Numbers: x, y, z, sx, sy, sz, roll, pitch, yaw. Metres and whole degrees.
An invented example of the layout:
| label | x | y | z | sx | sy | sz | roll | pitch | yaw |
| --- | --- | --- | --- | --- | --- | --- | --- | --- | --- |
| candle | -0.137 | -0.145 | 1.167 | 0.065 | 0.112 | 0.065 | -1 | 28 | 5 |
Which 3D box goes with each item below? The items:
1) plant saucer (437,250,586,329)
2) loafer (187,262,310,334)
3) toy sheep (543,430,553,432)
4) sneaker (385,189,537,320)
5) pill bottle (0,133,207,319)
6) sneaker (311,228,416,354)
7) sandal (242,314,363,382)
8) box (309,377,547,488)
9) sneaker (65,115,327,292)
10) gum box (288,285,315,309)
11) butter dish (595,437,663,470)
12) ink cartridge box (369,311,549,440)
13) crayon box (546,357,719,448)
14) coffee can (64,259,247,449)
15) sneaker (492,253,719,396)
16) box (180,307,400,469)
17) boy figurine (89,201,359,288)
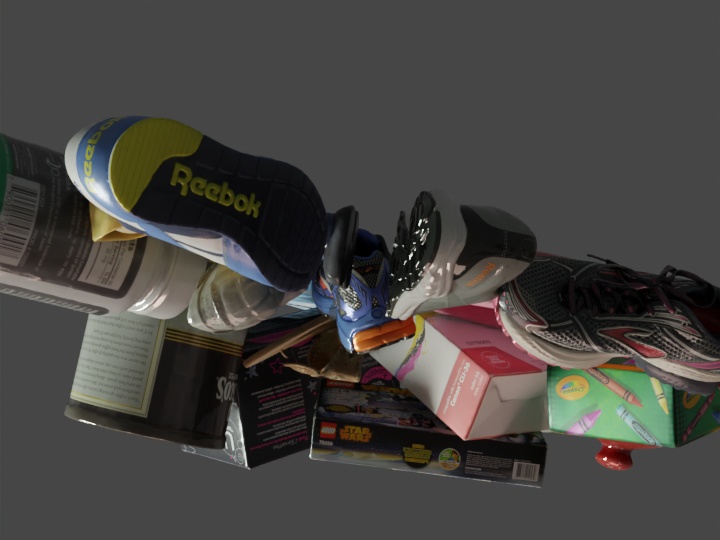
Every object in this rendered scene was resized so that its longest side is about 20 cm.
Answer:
| label | x | y | z | sx | sy | sz | roll | pitch | yaw |
| --- | --- | --- | --- | --- | --- | --- | --- | --- | --- |
| plant saucer | 0.137 | 0.019 | 1.020 | 0.197 | 0.052 | 0.201 | 12 | 175 | 1 |
| loafer | -0.088 | 0.005 | 1.055 | 0.069 | 0.071 | 0.200 | -22 | -176 | 14 |
| toy sheep | 0.185 | 0.104 | 1.347 | 0.198 | 0.140 | 0.137 | -1 | -175 | -42 |
| sneaker | 0.060 | -0.003 | 0.859 | 0.078 | 0.075 | 0.200 | 8 | 175 | -7 |
| pill bottle | -0.222 | -0.029 | 1.004 | 0.198 | 0.115 | 0.112 | 17 | 172 | -39 |
| sneaker | 0.000 | 0.000 | 1.059 | 0.074 | 0.080 | 0.200 | -14 | -164 | -11 |
| sandal | -0.011 | 0.070 | 1.236 | 0.210 | 0.070 | 0.077 | -27 | 176 | -41 |
| box | 0.057 | 0.139 | 1.148 | 0.197 | 0.041 | 0.137 | 7 | -172 | -1 |
| sneaker | -0.095 | -0.045 | 0.806 | 0.081 | 0.075 | 0.199 | 10 | 167 | 40 |
| gum box | -0.038 | 0.023 | 1.483 | 0.168 | 0.045 | 0.199 | 7 | 173 | 39 |
| butter dish | 0.311 | 0.160 | 1.548 | 0.196 | 0.150 | 0.200 | 11 | 174 | 4 |
| ink cartridge box | 0.079 | 0.061 | 1.145 | 0.115 | 0.068 | 0.200 | -1 | -151 | -41 |
| crayon box | 0.257 | 0.091 | 1.083 | 0.118 | 0.059 | 0.198 | 2 | -171 | 43 |
| coffee can | -0.170 | 0.044 | 1.167 | 0.144 | 0.203 | 0.146 | 12 | 175 | 1 |
| sneaker | 0.183 | 0.023 | 0.887 | 0.197 | 0.082 | 0.075 | 11 | 150 | -11 |
| box | -0.075 | 0.114 | 1.325 | 0.198 | 0.117 | 0.131 | -12 | -171 | -38 |
| boy figurine | -0.101 | -0.036 | 0.930 | 0.197 | 0.066 | 0.124 | 10 | 178 | 3 |
